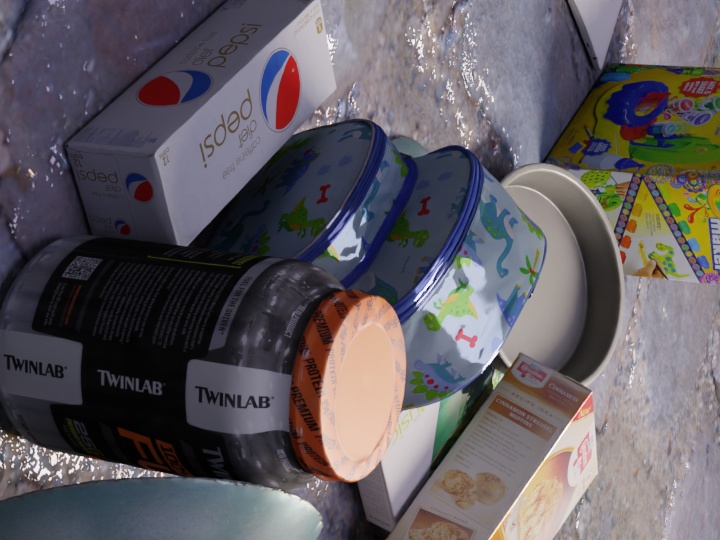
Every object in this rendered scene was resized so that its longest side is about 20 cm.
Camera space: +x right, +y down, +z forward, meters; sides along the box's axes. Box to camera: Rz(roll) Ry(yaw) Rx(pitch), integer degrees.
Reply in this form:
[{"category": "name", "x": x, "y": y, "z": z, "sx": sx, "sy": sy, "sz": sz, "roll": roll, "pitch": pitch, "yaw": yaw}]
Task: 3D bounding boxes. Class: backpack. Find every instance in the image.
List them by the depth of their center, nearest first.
[{"category": "backpack", "x": 0.000, "y": 0.000, "z": 1.050, "sx": 0.147, "sy": 0.199, "sz": 0.184, "roll": 49, "pitch": 52, "yaw": -30}]

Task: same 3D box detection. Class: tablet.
[{"category": "tablet", "x": 0.246, "y": -0.314, "z": 1.660, "sx": 0.130, "sy": 0.014, "sz": 0.201, "roll": 56, "pitch": 48, "yaw": -52}]

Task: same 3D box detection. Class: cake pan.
[{"category": "cake pan", "x": 0.155, "y": 0.008, "z": 1.460, "sx": 0.199, "sy": 0.037, "sz": 0.202, "roll": 8, "pitch": 79, "yaw": -43}]

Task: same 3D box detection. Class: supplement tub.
[{"category": "supplement tub", "x": -0.084, "y": 0.050, "z": 0.897, "sx": 0.122, "sy": 0.199, "sz": 0.123, "roll": -21, "pitch": 114, "yaw": -59}]

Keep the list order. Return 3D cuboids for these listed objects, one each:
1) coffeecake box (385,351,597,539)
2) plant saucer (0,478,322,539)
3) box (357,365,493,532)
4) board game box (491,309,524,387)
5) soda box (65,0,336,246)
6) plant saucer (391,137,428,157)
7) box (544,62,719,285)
[{"category": "coffeecake box", "x": 0.109, "y": 0.192, "z": 1.355, "sx": 0.200, "sy": 0.073, "sz": 0.154, "roll": -52, "pitch": 154, "yaw": -21}, {"category": "plant saucer", "x": -0.117, "y": 0.155, "z": 0.857, "sx": 0.201, "sy": 0.200, "sz": 0.039, "roll": 42, "pitch": 36, "yaw": -58}, {"category": "box", "x": 0.044, "y": 0.090, "z": 1.273, "sx": 0.144, "sy": 0.036, "sz": 0.201, "roll": -49, "pitch": 149, "yaw": -28}, {"category": "board game box", "x": 0.123, "y": 0.116, "z": 1.492, "sx": 0.126, "sy": 0.034, "sz": 0.201, "roll": 56, "pitch": 47, "yaw": -50}, {"category": "soda box", "x": -0.089, "y": -0.093, "z": 1.004, "sx": 0.200, "sy": 0.063, "sz": 0.068, "roll": -51, "pitch": 139, "yaw": -45}, {"category": "plant saucer", "x": 0.042, "y": -0.001, "z": 1.306, "sx": 0.201, "sy": 0.038, "sz": 0.203, "roll": -25, "pitch": 119, "yaw": -59}, {"category": "box", "x": 0.305, "y": -0.097, "z": 1.627, "sx": 0.200, "sy": 0.191, "sz": 0.123, "roll": -54, "pitch": 140, "yaw": -45}]
